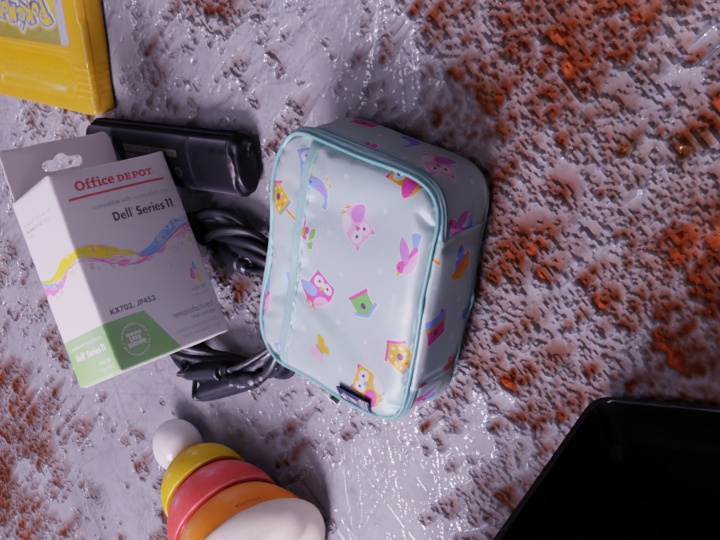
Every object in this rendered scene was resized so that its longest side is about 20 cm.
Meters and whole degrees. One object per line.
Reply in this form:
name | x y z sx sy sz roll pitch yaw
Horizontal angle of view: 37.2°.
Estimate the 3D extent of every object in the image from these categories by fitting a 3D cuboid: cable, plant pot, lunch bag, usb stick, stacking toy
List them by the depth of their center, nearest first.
plant pot | 0.206 0.211 0.625 0.198 0.199 0.179 -1 121 42
lunch bag | 0.000 0.000 0.770 0.159 0.077 0.202 25 119 29
usb stick | -0.163 -0.099 0.912 0.198 0.033 0.056 11 123 38
cable | -0.114 0.024 0.921 0.199 0.051 0.165 -21 88 44
stacking toy | -0.135 0.209 0.993 0.200 0.145 0.147 49 137 40

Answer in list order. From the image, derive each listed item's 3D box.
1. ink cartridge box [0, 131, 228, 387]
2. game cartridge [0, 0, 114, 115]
ink cartridge box | -0.200 -0.022 0.868 0.067 0.116 0.202 -22 89 45
game cartridge | -0.298 -0.250 0.962 0.175 0.032 0.203 16 118 37
